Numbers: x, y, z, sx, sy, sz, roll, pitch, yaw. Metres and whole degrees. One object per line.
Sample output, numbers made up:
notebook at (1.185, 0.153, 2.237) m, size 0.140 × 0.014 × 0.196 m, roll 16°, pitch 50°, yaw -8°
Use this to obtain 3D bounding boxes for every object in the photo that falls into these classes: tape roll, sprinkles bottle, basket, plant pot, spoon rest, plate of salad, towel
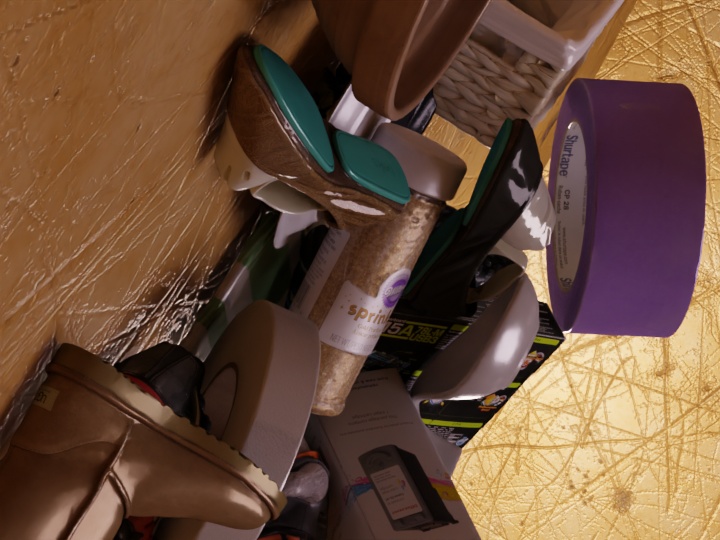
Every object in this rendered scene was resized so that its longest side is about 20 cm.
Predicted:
tape roll at (-0.087, 0.115, 1.121) m, size 0.203 × 0.037 × 0.203 m, roll -56°, pitch -161°, yaw 30°
sprinkles bottle at (0.000, 0.000, 1.194) m, size 0.200 × 0.068 × 0.068 m, roll -63°, pitch 171°, yaw 13°
basket at (0.118, -0.199, 1.336) m, size 0.200 × 0.135 × 0.123 m, roll -50°, pitch 172°, yaw -50°
plant pot at (0.029, -0.191, 0.957) m, size 0.201 × 0.093 × 0.201 m, roll -57°, pitch 172°, yaw -13°
tape roll at (0.203, -0.049, 1.359) m, size 0.200 × 0.085 × 0.200 m, roll -178°, pitch -90°, yaw -86°
spoon rest at (0.075, 0.077, 1.261) m, size 0.099 × 0.061 × 0.200 m, roll -62°, pitch 177°, yaw -46°
plate of salad at (-0.012, -0.105, 1.166) m, size 0.200 × 0.048 × 0.200 m, roll -58°, pitch 176°, yaw -7°
towel at (-0.099, 0.037, 1.246) m, size 0.200 × 0.023 × 0.153 m, roll -56°, pitch 170°, yaw -17°

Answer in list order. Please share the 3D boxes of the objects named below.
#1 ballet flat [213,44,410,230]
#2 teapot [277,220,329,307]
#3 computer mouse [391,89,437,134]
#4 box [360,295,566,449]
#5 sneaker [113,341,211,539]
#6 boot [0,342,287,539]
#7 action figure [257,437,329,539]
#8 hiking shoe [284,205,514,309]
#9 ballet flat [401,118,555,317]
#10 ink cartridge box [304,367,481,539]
ballet flat at (-0.040, -0.067, 1.021) m, size 0.072 × 0.068 × 0.200 m, roll -25°, pitch 156°, yaw 17°
teapot at (-0.003, 0.054, 1.444) m, size 0.198 × 0.146 × 0.200 m, roll -57°, pitch 171°, yaw -22°
computer mouse at (0.036, -0.154, 1.255) m, size 0.034 × 0.059 × 0.200 m, roll -53°, pitch 168°, yaw -49°
box at (0.028, 0.088, 1.345) m, size 0.200 × 0.048 × 0.193 m, roll 9°, pitch 130°, yaw -39°
sneaker at (-0.141, 0.119, 1.096) m, size 0.098 × 0.071 × 0.201 m, roll -49°, pitch 165°, yaw -43°
boot at (-0.154, 0.163, 0.945) m, size 0.066 × 0.175 × 0.200 m, roll 3°, pitch -120°, yaw 60°
action figure at (-0.068, 0.199, 1.207) m, size 0.200 × 0.104 × 0.194 m, roll -32°, pitch -129°, yaw 54°
hiking shoe at (0.029, 0.001, 1.340) m, size 0.200 × 0.074 × 0.087 m, roll -1°, pitch 143°, yaw -31°
ballet flat at (0.092, -0.031, 1.188) m, size 0.200 × 0.068 × 0.068 m, roll 123°, pitch -10°, yaw -53°
ink cartridge box at (0.011, 0.193, 1.256) m, size 0.086 × 0.200 × 0.148 m, roll -8°, pitch 141°, yaw -26°
